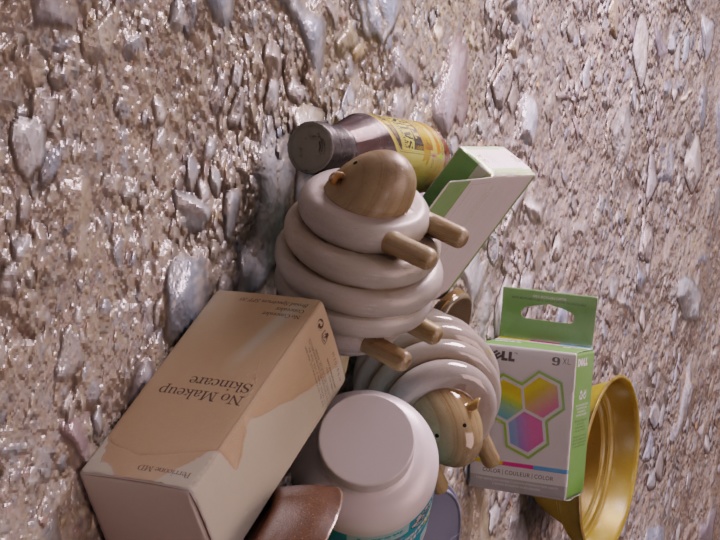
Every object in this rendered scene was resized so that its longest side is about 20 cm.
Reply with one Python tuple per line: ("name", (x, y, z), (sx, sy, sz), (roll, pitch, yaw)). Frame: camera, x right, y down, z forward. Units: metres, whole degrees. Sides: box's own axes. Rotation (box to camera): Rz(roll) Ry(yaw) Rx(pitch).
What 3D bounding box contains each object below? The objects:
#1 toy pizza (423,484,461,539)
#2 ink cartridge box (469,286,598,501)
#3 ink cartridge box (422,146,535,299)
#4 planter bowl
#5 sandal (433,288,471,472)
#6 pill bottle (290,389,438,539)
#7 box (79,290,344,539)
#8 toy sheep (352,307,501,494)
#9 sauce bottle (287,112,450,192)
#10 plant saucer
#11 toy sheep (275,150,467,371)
("toy pizza", (0.016, 0.264, 1.518), (0.200, 0.032, 0.200), (-37, 143, -35))
("ink cartridge box", (0.172, 0.121, 1.759), (0.059, 0.104, 0.200), (-3, 98, -64))
("ink cartridge box", (0.057, -0.035, 1.475), (0.146, 0.048, 0.200), (-53, 161, 19))
("planter bowl", (0.235, 0.208, 1.929), (0.200, 0.083, 0.200), (-21, 113, -62))
("sandal", (0.083, 0.111, 1.609), (0.080, 0.054, 0.200), (-27, 128, -57))
("pill bottle", (0.002, 0.159, 1.346), (0.200, 0.111, 0.111), (92, 15, -67))
("box", (-0.098, 0.106, 1.222), (0.200, 0.095, 0.078), (-57, 142, -45))
("toy sheep", (0.055, 0.098, 1.484), (0.200, 0.138, 0.138), (-124, -160, -57))
("sauce bottle", (0.007, -0.094, 1.421), (0.200, 0.066, 0.066), (-4, 99, -66))
("plant saucer", (-0.091, 0.215, 1.208), (0.037, 0.200, 0.200), (41, 46, -8))
("toy sheep", (0.000, 0.000, 1.316), (0.138, 0.138, 0.200), (-38, 148, -56))
